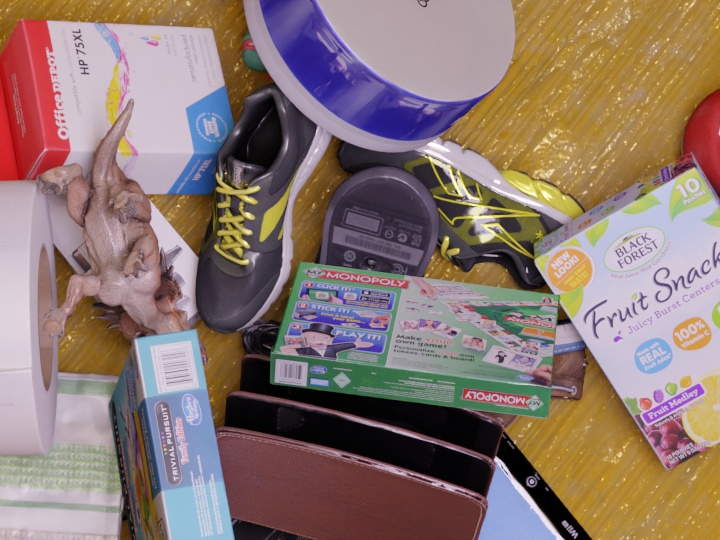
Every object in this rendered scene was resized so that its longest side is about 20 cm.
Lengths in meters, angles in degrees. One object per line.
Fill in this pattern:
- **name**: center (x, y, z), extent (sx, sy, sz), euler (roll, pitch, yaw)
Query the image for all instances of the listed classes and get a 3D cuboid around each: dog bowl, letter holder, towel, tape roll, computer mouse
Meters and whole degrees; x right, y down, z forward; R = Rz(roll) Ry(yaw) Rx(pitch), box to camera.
- **dog bowl**: center (0.016, -0.193, 1.680), extent (0.199, 0.079, 0.201), euler (18, 56, -29)
- **letter holder**: center (-0.002, 0.126, 1.619), extent (0.199, 0.142, 0.101), euler (14, 60, 3)
- **towel**: center (-0.251, 0.175, 1.720), extent (0.148, 0.031, 0.201), euler (5, 74, 1)
- **tape roll**: center (-0.247, 0.035, 1.643), extent (0.037, 0.203, 0.204), euler (-2, 80, -3)
- **computer mouse**: center (0.000, 0.000, 1.731), extent (0.138, 0.053, 0.201), euler (20, 117, -2)

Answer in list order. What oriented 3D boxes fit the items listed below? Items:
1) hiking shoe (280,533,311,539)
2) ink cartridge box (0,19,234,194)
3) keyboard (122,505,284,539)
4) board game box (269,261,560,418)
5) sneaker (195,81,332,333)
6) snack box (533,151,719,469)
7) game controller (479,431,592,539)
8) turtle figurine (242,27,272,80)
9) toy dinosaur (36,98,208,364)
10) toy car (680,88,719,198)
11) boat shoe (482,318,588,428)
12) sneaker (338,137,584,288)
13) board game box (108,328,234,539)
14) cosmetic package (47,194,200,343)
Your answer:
- **hiking shoe**: center (0.016, 0.222, 1.694), extent (0.200, 0.101, 0.076), euler (37, 80, 9)
- **ink cartridge box**: center (-0.203, -0.123, 1.715), extent (0.199, 0.067, 0.117), euler (-1, 63, -28)
- **keyboard**: center (-0.109, 0.185, 1.726), extent (0.200, 0.040, 0.104), euler (-42, 71, 2)
- **board game box**: center (0.043, 0.049, 1.644), extent (0.199, 0.135, 0.029), euler (7, 119, 5)
- **sneaker**: center (-0.087, -0.052, 1.682), extent (0.074, 0.085, 0.201), euler (18, 92, 23)
- **snack box**: center (0.241, 0.032, 1.713), extent (0.142, 0.053, 0.200), euler (-30, 104, 12)
- **game controller**: center (0.099, 0.189, 1.737), extent (0.104, 0.042, 0.200), euler (-38, 84, -8)
- **turtle figurine**: center (-0.045, -0.220, 1.773), extent (0.150, 0.101, 0.200), euler (38, 63, -16)
- **toy dinosaur**: center (-0.175, -0.023, 1.659), extent (0.085, 0.136, 0.201), euler (-5, 93, 14)
- **toy car**: center (0.340, -0.089, 1.717), extent (0.176, 0.200, 0.185), euler (32, 80, 3)
- **boat shoe**: center (0.093, 0.087, 1.714), extent (0.199, 0.072, 0.073), euler (-10, 90, -27)
- **sneaker**: center (0.073, -0.048, 1.753), extent (0.199, 0.074, 0.085), euler (20, 80, 1)
- **board game box**: center (-0.139, 0.142, 1.617), extent (0.047, 0.200, 0.152), euler (-7, 75, -14)
- **cosmetic package**: center (-0.198, -0.033, 1.757), extent (0.082, 0.051, 0.200), euler (-40, 84, -9)
